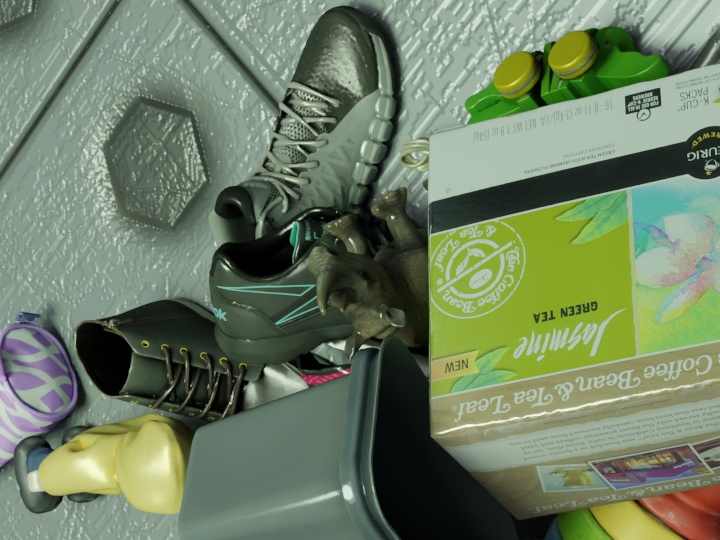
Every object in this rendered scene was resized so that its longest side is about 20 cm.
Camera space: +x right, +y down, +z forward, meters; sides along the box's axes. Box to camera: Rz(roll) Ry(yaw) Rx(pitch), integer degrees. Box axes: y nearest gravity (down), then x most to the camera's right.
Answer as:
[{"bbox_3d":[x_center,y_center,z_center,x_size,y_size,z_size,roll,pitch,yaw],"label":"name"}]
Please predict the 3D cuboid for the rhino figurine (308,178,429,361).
[{"bbox_3d":[0.022,0.001,1.226,0.059,0.200,0.088,-27,89,26],"label":"rhino figurine"}]

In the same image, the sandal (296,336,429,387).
[{"bbox_3d":[0.005,0.064,1.381,0.198,0.075,0.046,15,95,29],"label":"sandal"}]

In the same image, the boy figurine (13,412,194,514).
[{"bbox_3d":[-0.163,0.134,1.467,0.199,0.123,0.065,-7,93,55],"label":"boy figurine"}]

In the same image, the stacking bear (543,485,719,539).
[{"bbox_3d":[0.171,0.153,1.260,0.113,0.122,0.201,27,110,-15],"label":"stacking bear"}]

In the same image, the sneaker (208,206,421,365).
[{"bbox_3d":[0.000,0.000,1.328,0.198,0.076,0.080,-16,124,-3],"label":"sneaker"}]

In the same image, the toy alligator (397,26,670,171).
[{"bbox_3d":[0.107,-0.113,1.315,0.199,0.059,0.055,-17,42,37],"label":"toy alligator"}]

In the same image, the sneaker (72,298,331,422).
[{"bbox_3d":[-0.098,0.083,1.432,0.199,0.106,0.075,23,107,29],"label":"sneaker"}]

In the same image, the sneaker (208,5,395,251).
[{"bbox_3d":[-0.043,-0.071,1.374,0.075,0.115,0.202,17,104,34],"label":"sneaker"}]

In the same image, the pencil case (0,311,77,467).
[{"bbox_3d":[-0.297,0.115,1.580,0.200,0.085,0.084,-36,69,31],"label":"pencil case"}]

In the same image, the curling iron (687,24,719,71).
[{"bbox_3d":[0.164,-0.068,1.292,0.050,0.025,0.201,45,116,18],"label":"curling iron"}]

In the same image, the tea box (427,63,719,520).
[{"bbox_3d":[0.152,0.014,1.182,0.198,0.134,0.198,-14,59,22],"label":"tea box"}]

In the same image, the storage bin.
[{"bbox_3d":[-0.008,0.158,1.187,0.133,0.201,0.146,-16,41,22],"label":"storage bin"}]
